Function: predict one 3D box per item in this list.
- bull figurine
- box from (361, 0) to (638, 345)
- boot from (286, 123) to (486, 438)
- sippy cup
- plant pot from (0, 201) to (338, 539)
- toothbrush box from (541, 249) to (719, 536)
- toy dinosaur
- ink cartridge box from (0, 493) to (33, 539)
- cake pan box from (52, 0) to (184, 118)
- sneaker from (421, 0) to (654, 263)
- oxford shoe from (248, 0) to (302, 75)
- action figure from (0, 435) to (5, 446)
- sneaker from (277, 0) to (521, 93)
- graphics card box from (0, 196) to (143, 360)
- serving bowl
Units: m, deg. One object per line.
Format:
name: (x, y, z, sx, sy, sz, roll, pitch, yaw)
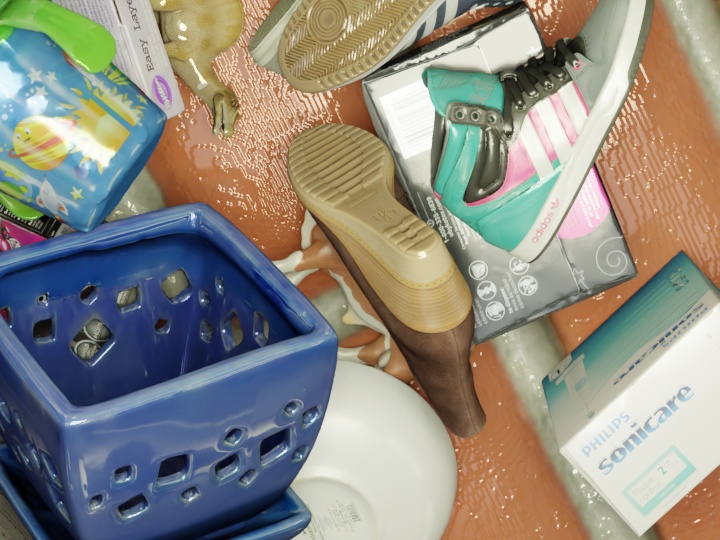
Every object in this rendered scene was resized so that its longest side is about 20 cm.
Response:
bull figurine: (0.000, 0.000, 1.508, 0.121, 0.065, 0.201, -31, 95, 11)
box: (0.096, -0.070, 1.467, 0.131, 0.115, 0.201, -23, 97, 7)
boot: (0.017, 0.006, 1.425, 0.072, 0.200, 0.167, -25, 131, -13)
sippy cup: (-0.204, -0.098, 1.373, 0.130, 0.178, 0.140, 34, 91, 0)
plant pot: (-0.142, 0.093, 1.372, 0.199, 0.200, 0.181, -16, 125, -27)
toothbrush box: (0.209, 0.080, 1.445, 0.146, 0.200, 0.085, -43, 96, 7)
toy dinosaur: (-0.134, -0.191, 1.494, 0.100, 0.058, 0.202, -8, 93, -10)
ink cartridge box: (-0.283, 0.280, 1.495, 0.144, 0.200, 0.146, -39, 97, 8)
cake pan box: (-0.233, -0.171, 1.459, 0.183, 0.052, 0.201, -15, 99, 31)
sneaker: (0.102, -0.117, 1.363, 0.120, 0.084, 0.201, 23, 101, -11)
oxford shoe: (0.003, -0.211, 1.469, 0.058, 0.075, 0.200, 39, 101, -16)
action figure: (-0.294, 0.108, 1.506, 0.199, 0.119, 0.103, 25, 115, 8)
sneaker: (0.041, -0.186, 1.421, 0.200, 0.108, 0.070, -38, 74, 21)
graphics card box: (-0.254, -0.002, 1.498, 0.199, 0.051, 0.126, 25, 128, -4)
serving bowl: (-0.028, 0.165, 1.505, 0.198, 0.066, 0.201, 0, 118, 0)
